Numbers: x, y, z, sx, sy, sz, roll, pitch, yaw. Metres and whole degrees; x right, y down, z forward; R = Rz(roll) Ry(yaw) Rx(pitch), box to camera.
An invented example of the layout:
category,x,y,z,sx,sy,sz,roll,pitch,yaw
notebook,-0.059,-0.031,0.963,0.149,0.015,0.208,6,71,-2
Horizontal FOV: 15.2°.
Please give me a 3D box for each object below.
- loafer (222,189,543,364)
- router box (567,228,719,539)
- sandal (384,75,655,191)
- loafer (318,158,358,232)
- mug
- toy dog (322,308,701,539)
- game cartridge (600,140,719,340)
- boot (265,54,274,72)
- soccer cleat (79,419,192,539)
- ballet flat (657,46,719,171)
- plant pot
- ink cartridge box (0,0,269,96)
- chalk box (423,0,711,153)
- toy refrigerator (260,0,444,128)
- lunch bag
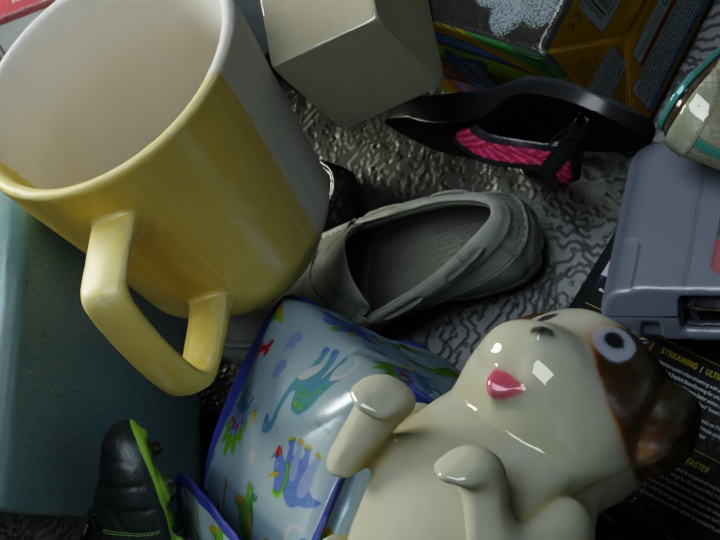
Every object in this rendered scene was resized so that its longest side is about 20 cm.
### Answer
category,x,y,z,sx,sy,sz,roll,pitch,yaw
loafer,0.000,0.000,1.451,0.199,0.070,0.070,-21,65,20
router box,0.181,0.069,1.326,0.199,0.051,0.150,27,81,37
sandal,0.081,-0.065,1.416,0.200,0.075,0.045,-2,65,56
loafer,-0.098,-0.041,1.528,0.199,0.072,0.073,-5,63,27
mug,-0.101,-0.039,1.357,0.149,0.153,0.187,15,64,42
toy dog,0.067,0.112,1.199,0.139,0.193,0.201,32,92,52
game cartridge,0.223,-0.019,1.308,0.199,0.041,0.133,0,36,14
boot,-0.074,-0.221,1.600,0.168,0.076,0.200,-47,59,-3
soccer cleat,-0.126,0.170,1.372,0.081,0.201,0.068,-9,29,-13
ballet flat,0.211,-0.103,1.361,0.062,0.068,0.200,32,45,9
plant pot,-0.202,0.025,1.449,0.195,0.195,0.201,4,85,31
ink cartridge box,-0.116,-0.186,1.467,0.145,0.083,0.201,-20,38,15
chalk box,0.073,-0.166,1.463,0.199,0.124,0.125,23,80,37
toy refrigerator,-0.018,-0.181,1.400,0.070,0.076,0.201,-23,58,20
lunch bag,-0.017,0.133,1.337,0.201,0.127,0.170,-67,22,7
